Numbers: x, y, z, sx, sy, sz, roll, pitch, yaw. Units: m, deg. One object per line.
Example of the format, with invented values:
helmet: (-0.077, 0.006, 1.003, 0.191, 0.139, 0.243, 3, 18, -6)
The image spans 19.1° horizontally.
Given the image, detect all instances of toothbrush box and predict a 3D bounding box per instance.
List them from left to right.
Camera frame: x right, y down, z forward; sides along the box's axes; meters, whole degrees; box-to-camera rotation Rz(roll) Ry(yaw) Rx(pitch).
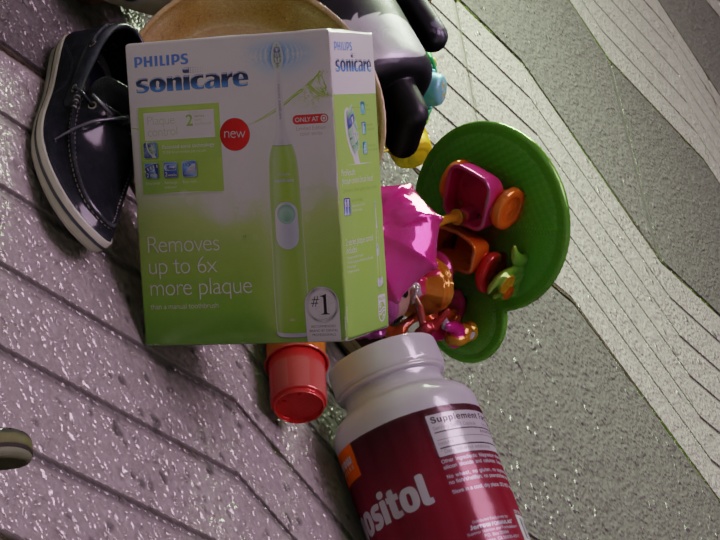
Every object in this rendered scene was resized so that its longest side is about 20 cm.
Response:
toothbrush box: (-0.067, -0.054, 1.404, 0.086, 0.145, 0.201, -11, 99, -69)

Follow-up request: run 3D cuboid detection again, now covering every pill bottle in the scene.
pill bottle: (0.048, 0.153, 1.561, 0.113, 0.113, 0.200, 21, 45, -61)

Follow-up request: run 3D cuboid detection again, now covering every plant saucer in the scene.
plant saucer: (-0.081, -0.108, 1.535, 0.201, 0.200, 0.035, 61, -18, -2)

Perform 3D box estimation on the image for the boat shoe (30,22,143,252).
boat shoe: (-0.173, -0.095, 1.416, 0.075, 0.062, 0.200, 49, 26, -37)

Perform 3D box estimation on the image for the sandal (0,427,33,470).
sandal: (-0.228, 0.117, 1.017, 0.201, 0.080, 0.057, -27, 106, -63)

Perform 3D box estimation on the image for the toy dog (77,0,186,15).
toy dog: (-0.150, -0.264, 1.580, 0.194, 0.139, 0.200, 50, 25, -20)

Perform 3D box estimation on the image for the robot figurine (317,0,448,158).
robot figurine: (-0.021, -0.175, 1.676, 0.150, 0.125, 0.200, -1, 56, -54)

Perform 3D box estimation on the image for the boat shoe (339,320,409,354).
boat shoe: (0.000, 0.000, 1.695, 0.200, 0.072, 0.072, 58, 21, -11)

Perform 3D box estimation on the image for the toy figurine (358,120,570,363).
toy figurine: (0.039, -0.004, 1.608, 0.150, 0.200, 0.184, 31, 29, 32)

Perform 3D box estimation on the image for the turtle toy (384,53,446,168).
turtle toy: (-0.007, -0.175, 1.827, 0.200, 0.101, 0.146, 6, 48, -39)

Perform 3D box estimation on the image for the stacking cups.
stacking cups: (-0.046, 0.026, 1.576, 0.061, 0.060, 0.200, 43, 30, -42)
